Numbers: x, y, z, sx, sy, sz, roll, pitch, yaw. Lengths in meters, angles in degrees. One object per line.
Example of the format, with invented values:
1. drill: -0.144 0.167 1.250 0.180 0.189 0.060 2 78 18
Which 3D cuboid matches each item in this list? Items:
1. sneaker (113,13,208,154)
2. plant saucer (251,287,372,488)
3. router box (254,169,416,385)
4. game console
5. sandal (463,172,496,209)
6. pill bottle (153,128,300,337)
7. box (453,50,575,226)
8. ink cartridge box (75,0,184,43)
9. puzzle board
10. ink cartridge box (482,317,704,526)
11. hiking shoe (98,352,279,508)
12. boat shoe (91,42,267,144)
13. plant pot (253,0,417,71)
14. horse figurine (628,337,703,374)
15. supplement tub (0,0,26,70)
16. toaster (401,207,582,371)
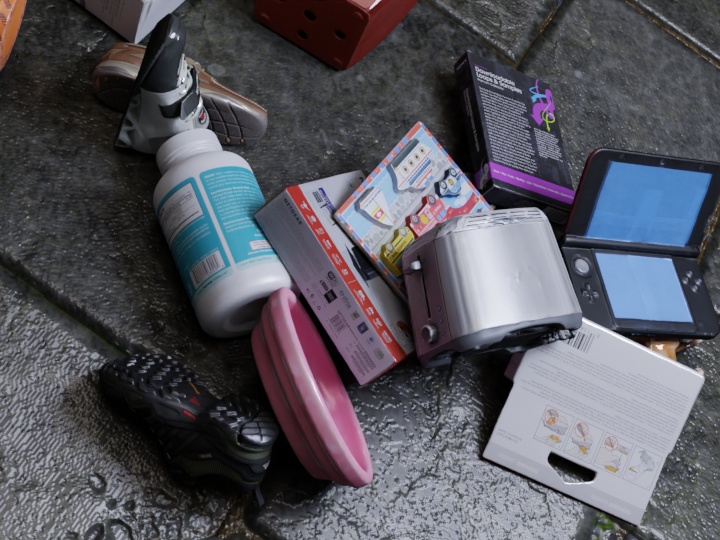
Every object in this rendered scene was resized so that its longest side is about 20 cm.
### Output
1. sneaker: -0.190 -0.185 1.237 0.087 0.200 0.075 19 59 -12
2. plant saucer: -0.050 0.117 1.142 0.050 0.201 0.203 -25 69 4
3. router box: 0.000 0.000 1.236 0.202 0.049 0.179 57 26 5
4. game console: 0.333 -0.026 1.356 0.197 0.119 0.175 4 56 -24
5. sandal: 0.079 -0.085 1.382 0.199 0.057 0.081 -18 70 -32
6. pill bottle: -0.143 -0.043 1.227 0.109 0.111 0.202 -12 66 -29
7. box: 0.189 -0.162 1.473 0.141 0.036 0.203 15 55 -33
8. ink cartridge box: -0.287 -0.376 1.386 0.199 0.084 0.146 37 53 1
9. puzzle board: 0.068 -0.054 1.272 0.151 0.017 0.200 50 44 -9
10. ink cartridge box: 0.245 0.152 1.295 0.197 0.045 0.179 25 92 -10
11. hiking shoe: -0.169 0.149 1.117 0.198 0.102 0.075 23 25 27
12. boat shoe: -0.193 -0.202 1.328 0.197 0.076 0.073 20 52 -13
13. plant pot: -0.023 -0.365 1.439 0.198 0.200 0.178 31 66 -3
14. horse figurine: 0.335 0.048 1.418 0.200 0.050 0.132 47 49 7
15. supplement tub: -0.452 -0.284 1.235 0.197 0.123 0.124 20 54 -10
16. toaster: 0.132 0.015 1.194 0.197 0.113 0.131 -8 77 -33
